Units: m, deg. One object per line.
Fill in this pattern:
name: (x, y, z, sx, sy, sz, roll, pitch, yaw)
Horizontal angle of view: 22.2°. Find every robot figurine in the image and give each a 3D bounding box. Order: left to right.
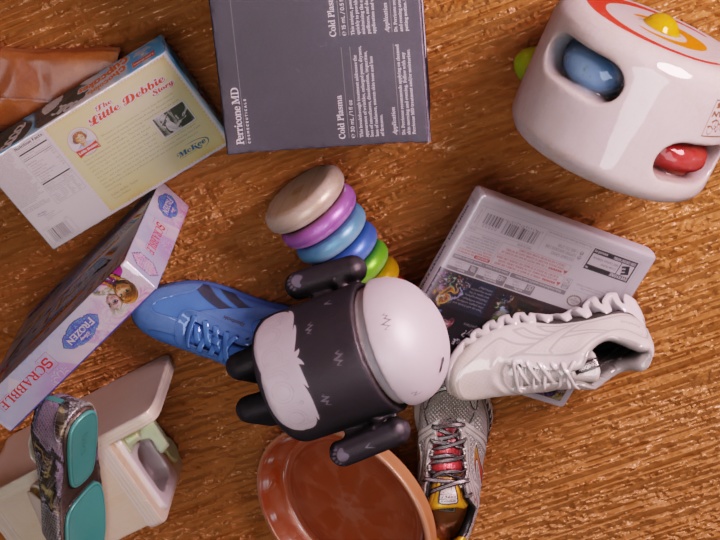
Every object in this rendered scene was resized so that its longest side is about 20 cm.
robot figurine: (-0.017, 0.081, 1.648, 0.200, 0.125, 0.150, -20, 114, 19)

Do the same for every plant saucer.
plant saucer: (-0.012, 0.234, 1.799, 0.200, 0.032, 0.201, 18, 124, 28)

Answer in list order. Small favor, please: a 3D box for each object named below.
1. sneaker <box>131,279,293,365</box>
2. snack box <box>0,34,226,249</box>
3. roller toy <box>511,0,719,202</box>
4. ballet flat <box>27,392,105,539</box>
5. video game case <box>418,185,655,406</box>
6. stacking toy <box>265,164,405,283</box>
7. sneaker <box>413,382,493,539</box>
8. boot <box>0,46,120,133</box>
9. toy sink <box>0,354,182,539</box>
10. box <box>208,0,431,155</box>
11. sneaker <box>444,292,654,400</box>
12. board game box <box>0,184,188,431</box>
sneaker: (-0.123, 0.061, 1.747, 0.200, 0.078, 0.066, 13, 115, -1)
snack box: (-0.232, -0.115, 1.671, 0.200, 0.037, 0.116, -30, 126, 7)
roller toy: (0.237, -0.155, 1.576, 0.200, 0.183, 0.140, 21, 112, -5)
ballet flat: (-0.272, 0.192, 1.680, 0.072, 0.072, 0.201, 4, 124, 1)
video game case: (0.150, 0.028, 1.715, 0.200, 0.023, 0.182, 18, 114, -26)
stacking toy: (0.000, 0.000, 1.715, 0.085, 0.085, 0.200, -32, 111, 15)
sneaker: (0.091, 0.189, 1.780, 0.078, 0.082, 0.200, -1, 118, 3)
boot: (-0.322, -0.128, 1.700, 0.200, 0.068, 0.189, 4, 111, -10)
toy sink: (-0.246, 0.192, 1.781, 0.200, 0.130, 0.112, -28, 109, 13)
box: (-0.034, -0.215, 1.609, 0.182, 0.104, 0.200, -3, 113, 3)
sneaker: (0.175, 0.081, 1.694, 0.200, 0.081, 0.075, -17, 126, -4)
board game box: (-0.248, 0.029, 1.673, 0.041, 0.200, 0.200, 43, 110, -14)
